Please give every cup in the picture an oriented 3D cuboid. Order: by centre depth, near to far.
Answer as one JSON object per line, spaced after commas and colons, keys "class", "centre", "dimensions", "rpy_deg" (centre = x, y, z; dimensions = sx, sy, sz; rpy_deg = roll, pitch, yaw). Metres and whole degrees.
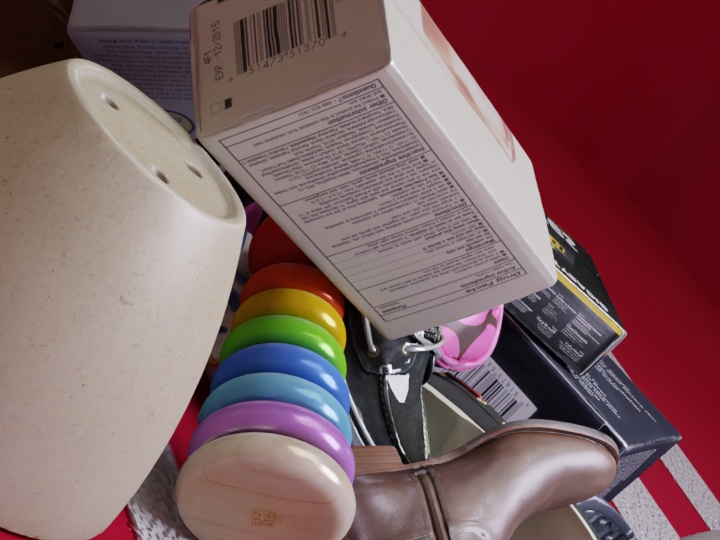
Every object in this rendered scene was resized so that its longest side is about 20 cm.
{"class": "cup", "centre": [-0.134, -0.006, 0.778], "dimensions": [0.200, 0.143, 0.200], "rpy_deg": [42, 13, -12]}

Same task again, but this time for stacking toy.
{"class": "stacking toy", "centre": [-0.035, 0.045, 0.910], "dimensions": [0.085, 0.085, 0.200], "rpy_deg": [39, 38, -27]}

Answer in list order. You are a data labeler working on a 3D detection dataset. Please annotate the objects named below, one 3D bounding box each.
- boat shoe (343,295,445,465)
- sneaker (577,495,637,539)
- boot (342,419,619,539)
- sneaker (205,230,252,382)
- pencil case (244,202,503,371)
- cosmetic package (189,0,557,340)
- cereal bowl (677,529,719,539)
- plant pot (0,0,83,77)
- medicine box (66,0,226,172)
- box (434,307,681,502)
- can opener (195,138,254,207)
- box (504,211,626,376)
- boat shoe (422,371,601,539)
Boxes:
{"class": "boat shoe", "centre": [0.010, 0.035, 0.997], "dimensions": [0.072, 0.071, 0.200], "rpy_deg": [21, 50, -62]}
{"class": "sneaker", "centre": [0.141, 0.201, 1.122], "dimensions": [0.078, 0.066, 0.200], "rpy_deg": [31, -23, 51]}
{"class": "boot", "centre": [0.077, 0.170, 0.886], "dimensions": [0.186, 0.064, 0.200], "rpy_deg": [-6, 45, -19]}
{"class": "sneaker", "centre": [-0.064, 0.018, 1.008], "dimensions": [0.200, 0.075, 0.088], "rpy_deg": [25, 65, -61]}
{"class": "pencil case", "centre": [0.000, 0.000, 1.116], "dimensions": [0.200, 0.094, 0.091], "rpy_deg": [14, -17, 41]}
{"class": "cosmetic package", "centre": [0.010, -0.059, 0.887], "dimensions": [0.200, 0.103, 0.087], "rpy_deg": [50, 27, -49]}
{"class": "cereal bowl", "centre": [0.190, 0.251, 1.039], "dimensions": [0.200, 0.083, 0.200], "rpy_deg": [-9, 90, -71]}
{"class": "plant pot", "centre": [-0.208, -0.187, 1.108], "dimensions": [0.186, 0.186, 0.200], "rpy_deg": [38, 30, -29]}
{"class": "medicine box", "centre": [-0.082, -0.170, 1.093], "dimensions": [0.200, 0.103, 0.182], "rpy_deg": [64, 32, -63]}
{"class": "box", "centre": [0.110, 0.089, 1.315], "dimensions": [0.197, 0.117, 0.200], "rpy_deg": [49, 14, 16]}
{"class": "can opener", "centre": [-0.084, -0.053, 1.012], "dimensions": [0.079, 0.200, 0.063], "rpy_deg": [-23, 93, -57]}
{"class": "box", "centre": [0.090, -0.033, 1.261], "dimensions": [0.200, 0.049, 0.160], "rpy_deg": [42, 12, -15]}
{"class": "boat shoe", "centre": [0.082, 0.131, 1.032], "dimensions": [0.201, 0.074, 0.063], "rpy_deg": [45, 20, 21]}
